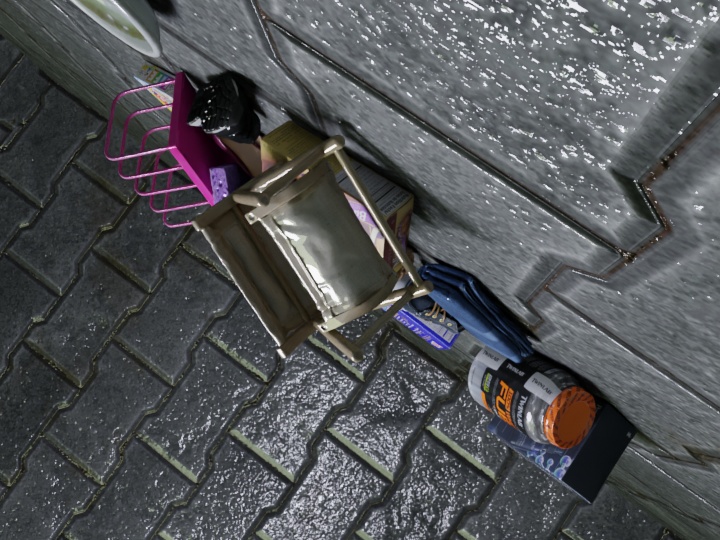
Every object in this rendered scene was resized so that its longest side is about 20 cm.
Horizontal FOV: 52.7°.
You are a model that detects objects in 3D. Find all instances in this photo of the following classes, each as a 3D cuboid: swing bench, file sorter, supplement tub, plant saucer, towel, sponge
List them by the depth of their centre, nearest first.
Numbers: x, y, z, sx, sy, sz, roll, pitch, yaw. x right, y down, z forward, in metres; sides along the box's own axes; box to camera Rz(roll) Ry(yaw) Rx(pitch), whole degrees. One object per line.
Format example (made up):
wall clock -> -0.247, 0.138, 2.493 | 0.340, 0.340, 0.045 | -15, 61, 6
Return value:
plant saucer -> -0.285, -0.316, 0.780 | 0.199, 0.050, 0.200 | 37, 175, 4
swing bench -> -0.060, -0.017, 0.818 | 0.199, 0.129, 0.200 | -7, 119, 58
towel -> 0.171, 0.061, 1.084 | 0.200, 0.049, 0.111 | 40, 173, -35
file sorter -> -0.292, -0.176, 1.132 | 0.123, 0.141, 0.201 | -9, 150, 11
sponge -> -0.194, -0.119, 1.171 | 0.029, 0.113, 0.200 | -2, -167, 9
supplement tub -> 0.281, 0.204, 1.202 | 0.122, 0.123, 0.199 | 40, 173, -34

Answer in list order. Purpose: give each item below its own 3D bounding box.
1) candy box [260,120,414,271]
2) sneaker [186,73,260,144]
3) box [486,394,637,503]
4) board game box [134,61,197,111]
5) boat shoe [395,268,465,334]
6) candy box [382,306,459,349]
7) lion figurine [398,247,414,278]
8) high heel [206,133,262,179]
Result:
candy box -> -0.032, -0.082, 0.881 | 0.199, 0.056, 0.118 | 35, 145, 24
sneaker -> -0.160, -0.202, 0.941 | 0.087, 0.077, 0.200 | 22, -175, -26
box -> 0.347, 0.279, 1.272 | 0.107, 0.149, 0.199 | 38, 174, -31
board game box -> -0.278, -0.264, 1.240 | 0.134, 0.034, 0.200 | 32, 172, 38
boat shoe -> 0.124, 0.053, 1.196 | 0.090, 0.072, 0.200 | 29, -176, 26
candy box -> 0.103, 0.067, 1.407 | 0.199, 0.077, 0.169 | 37, 173, 3
lion figurine -> 0.000, 0.000, 1.065 | 0.121, 0.074, 0.200 | -10, -174, 23
high heel -> -0.165, -0.174, 1.086 | 0.199, 0.068, 0.096 | 39, -174, 13
